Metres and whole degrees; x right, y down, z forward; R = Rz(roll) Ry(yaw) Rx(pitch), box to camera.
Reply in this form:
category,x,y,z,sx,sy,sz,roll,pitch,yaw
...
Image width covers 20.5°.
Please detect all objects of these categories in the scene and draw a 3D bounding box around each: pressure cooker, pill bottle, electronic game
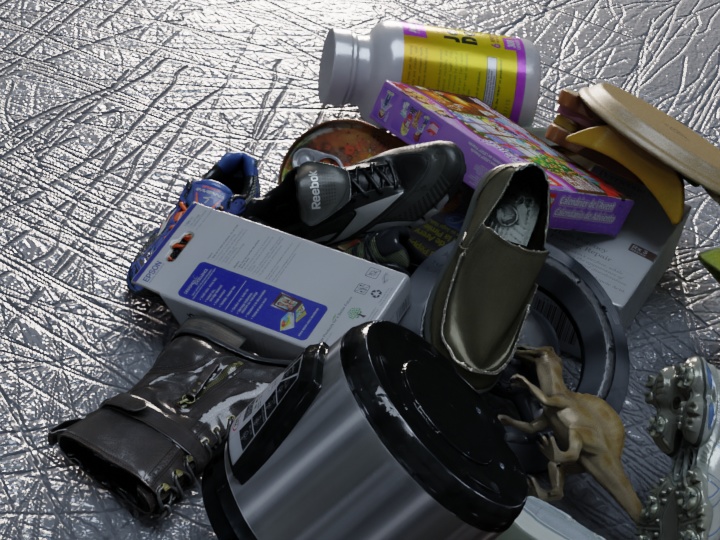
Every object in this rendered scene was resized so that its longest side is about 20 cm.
category,x,y,z,sx,sy,sz,roll,pitch,yaw
pressure cooker,-0.010,0.155,1.350,0.176,0.200,0.179,24,31,-50
pill bottle,0.064,-0.182,1.899,0.200,0.104,0.104,7,37,-12
electronic game,0.120,0.064,1.582,0.200,0.042,0.200,5,69,-14

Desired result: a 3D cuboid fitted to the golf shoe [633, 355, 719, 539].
category,x,y,z,sx,sy,sz,roll,pitch,yaw
golf shoe,0.262,0.168,1.480,0.097,0.078,0.200,18,73,-29

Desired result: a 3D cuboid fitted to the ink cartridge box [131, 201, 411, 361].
category,x,y,z,sx,sy,sz,roll,pitch,yaw
ink cartridge box,-0.070,0.017,1.557,0.200,0.039,0.099,21,55,22

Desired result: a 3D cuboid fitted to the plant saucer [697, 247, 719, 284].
category,x,y,z,sx,sy,sz,roll,pitch,yaw
plant saucer,0.393,0.050,1.651,0.200,0.048,0.200,36,0,31

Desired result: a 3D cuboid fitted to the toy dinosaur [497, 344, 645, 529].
category,x,y,z,sx,sy,sz,roll,pitch,yaw
toy dinosaur,0.167,0.133,1.497,0.101,0.058,0.200,-17,68,-39

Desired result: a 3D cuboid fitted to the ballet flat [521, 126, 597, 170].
category,x,y,z,sx,sy,sz,roll,pitch,yaw
ballet flat,0.166,-0.100,1.861,0.200,0.067,0.064,-9,48,-30

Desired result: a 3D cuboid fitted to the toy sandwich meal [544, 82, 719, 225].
category,x,y,z,sx,sy,sz,roll,pitch,yaw
toy sandwich meal,0.255,-0.097,1.759,0.205,0.070,0.205,30,14,-9

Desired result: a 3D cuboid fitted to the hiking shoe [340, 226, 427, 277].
category,x,y,z,sx,sy,sz,roll,pitch,yaw
hiking shoe,0.000,0.000,1.635,0.200,0.101,0.076,8,34,-12

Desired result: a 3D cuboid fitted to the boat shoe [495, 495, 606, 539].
category,x,y,z,sx,sy,sz,roll,pitch,yaw
boat shoe,0.122,0.202,1.452,0.201,0.070,0.071,30,14,26

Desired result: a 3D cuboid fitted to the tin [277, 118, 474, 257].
category,x,y,z,sx,sy,sz,roll,pitch,yaw
tin,0.023,-0.054,1.721,0.200,0.042,0.112,28,77,16

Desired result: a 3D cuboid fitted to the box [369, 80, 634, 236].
category,x,y,z,sx,sy,sz,roll,pitch,yaw
box,0.121,-0.097,1.713,0.200,0.039,0.137,37,21,34

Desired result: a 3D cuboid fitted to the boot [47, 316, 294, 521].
category,x,y,z,sx,sy,sz,roll,pitch,yaw
boot,-0.107,0.127,1.470,0.200,0.069,0.174,23,42,17

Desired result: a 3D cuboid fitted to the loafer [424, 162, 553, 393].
category,x,y,z,sx,sy,sz,roll,pitch,yaw
loafer,0.102,-0.002,1.539,0.075,0.070,0.200,18,66,-10

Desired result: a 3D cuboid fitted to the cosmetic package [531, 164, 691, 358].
category,x,y,z,sx,sy,sz,roll,pitch,yaw
cosmetic package,0.209,-0.007,1.747,0.102,0.074,0.200,24,38,13

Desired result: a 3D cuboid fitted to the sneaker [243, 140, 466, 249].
category,x,y,z,sx,sy,sz,roll,pitch,yaw
sneaker,-0.011,-0.060,1.640,0.090,0.200,0.067,27,47,-58

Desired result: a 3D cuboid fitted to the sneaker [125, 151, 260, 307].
category,x,y,z,sx,sy,sz,roll,pitch,yaw
sneaker,-0.137,-0.037,1.653,0.075,0.079,0.200,19,36,6
